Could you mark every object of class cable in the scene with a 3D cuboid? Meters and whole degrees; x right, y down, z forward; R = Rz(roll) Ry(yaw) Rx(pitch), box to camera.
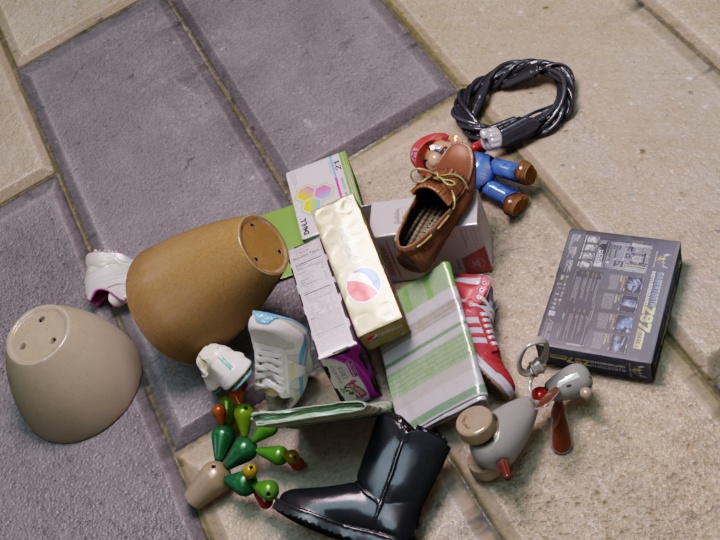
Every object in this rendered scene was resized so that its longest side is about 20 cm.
[{"bbox_3d":[0.245,-0.268,1.802,0.199,0.051,0.164,-30,46,0],"label":"cable"}]

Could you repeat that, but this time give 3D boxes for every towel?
[{"bbox_3d":[0.092,0.108,1.524,0.149,0.031,0.202,-31,58,33],"label":"towel"},{"bbox_3d":[-0.043,0.185,1.477,0.151,0.200,0.024,-9,80,12],"label":"towel"}]

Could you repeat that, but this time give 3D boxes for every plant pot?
[{"bbox_3d":[-0.200,0.006,1.614,0.199,0.186,0.188,-32,43,34],"label":"plant pot"}]

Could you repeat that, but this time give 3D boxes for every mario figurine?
[{"bbox_3d":[0.155,-0.149,1.704,0.199,0.106,0.124,22,67,30],"label":"mario figurine"}]

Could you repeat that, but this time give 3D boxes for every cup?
[{"bbox_3d":[-0.444,0.132,1.684,0.198,0.144,0.202,-10,52,13],"label":"cup"}]

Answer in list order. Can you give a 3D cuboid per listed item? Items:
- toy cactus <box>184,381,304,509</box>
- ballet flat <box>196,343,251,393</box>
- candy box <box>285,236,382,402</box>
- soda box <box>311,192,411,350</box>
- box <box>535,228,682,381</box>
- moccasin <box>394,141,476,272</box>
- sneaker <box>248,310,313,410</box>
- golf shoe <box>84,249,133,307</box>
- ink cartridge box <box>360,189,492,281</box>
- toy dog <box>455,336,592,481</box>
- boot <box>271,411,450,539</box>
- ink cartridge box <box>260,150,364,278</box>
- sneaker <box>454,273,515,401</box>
[{"bbox_3d":[-0.168,0.257,1.544,0.165,0.102,0.200,-44,53,9],"label":"toy cactus"},{"bbox_3d":[-0.194,0.128,1.573,0.069,0.200,0.070,1,85,-14],"label":"ballet flat"},{"bbox_3d":[-0.038,0.072,1.588,0.060,0.137,0.201,-21,50,2],"label":"candy box"},{"bbox_3d":[0.000,0.000,1.549,0.067,0.064,0.202,-23,66,6],"label":"soda box"},{"bbox_3d":[0.337,0.043,1.532,0.156,0.051,0.201,7,57,24],"label":"box"},{"bbox_3d":[0.100,-0.097,1.550,0.073,0.078,0.202,21,65,30],"label":"moccasin"},{"bbox_3d":[-0.110,0.123,1.536,0.076,0.201,0.081,12,60,18],"label":"sneaker"},{"bbox_3d":[-0.346,0.017,1.791,0.198,0.075,0.093,0,70,22],"label":"golf shoe"},{"bbox_3d":[0.084,-0.046,1.645,0.198,0.117,0.068,-7,53,16],"label":"ink cartridge box"},{"bbox_3d":[0.213,0.195,1.424,0.200,0.132,0.096,-47,39,5],"label":"toy dog"},{"bbox_3d":[0.003,0.263,1.458,0.198,0.077,0.170,13,70,19],"label":"boot"},{"bbox_3d":[-0.091,-0.078,1.756,0.198,0.076,0.149,-19,51,3],"label":"ink cartridge box"},{"bbox_3d":[0.169,0.081,1.551,0.112,0.072,0.200,-36,55,-12],"label":"sneaker"}]
